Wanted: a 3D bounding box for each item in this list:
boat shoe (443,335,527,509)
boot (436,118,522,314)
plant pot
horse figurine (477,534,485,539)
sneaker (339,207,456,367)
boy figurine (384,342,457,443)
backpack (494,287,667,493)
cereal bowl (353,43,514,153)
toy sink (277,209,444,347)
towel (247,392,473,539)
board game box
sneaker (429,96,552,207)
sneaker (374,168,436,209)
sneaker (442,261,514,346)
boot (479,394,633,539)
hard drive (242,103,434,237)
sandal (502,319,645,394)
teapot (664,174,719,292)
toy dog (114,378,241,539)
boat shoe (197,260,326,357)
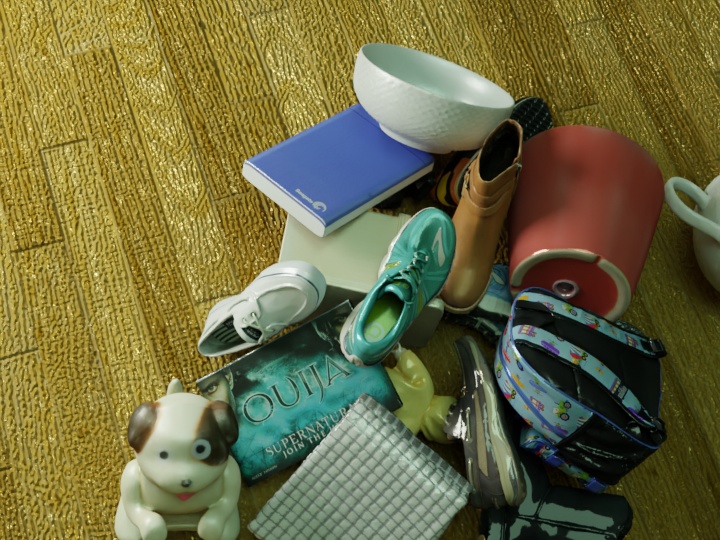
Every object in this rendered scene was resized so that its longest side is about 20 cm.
[{"bbox_3d":[0.126,0.169,1.307,0.072,0.075,0.202,-18,62,10],"label":"boat shoe"},{"bbox_3d":[0.141,-0.062,1.344,0.076,0.156,0.202,24,69,5],"label":"boot"},{"bbox_3d":[0.257,-0.040,1.398,0.198,0.201,0.179,19,51,-1],"label":"plant pot"},{"bbox_3d":[0.088,0.366,1.273,0.199,0.133,0.050,-35,56,-13],"label":"horse figurine"},{"bbox_3d":[0.050,0.019,1.282,0.077,0.080,0.201,30,74,0],"label":"sneaker"},{"bbox_3d":[0.038,0.146,1.370,0.198,0.064,0.126,17,91,-4],"label":"boy figurine"},{"bbox_3d":[0.230,0.124,1.311,0.199,0.135,0.183,30,37,-9],"label":"backpack"},{"bbox_3d":[0.081,-0.197,1.407,0.198,0.084,0.201,16,22,-7],"label":"cereal bowl"},{"bbox_3d":[0.000,0.000,1.396,0.197,0.131,0.113,12,65,-3],"label":"toy sink"},{"bbox_3d":[0.001,0.256,1.273,0.165,0.086,0.200,41,106,2],"label":"towel"},{"bbox_3d":[-0.069,0.138,1.326,0.198,0.028,0.136,-28,89,3],"label":"board game box"},{"bbox_3d":[0.163,-0.156,1.513,0.200,0.090,0.070,-47,119,-25],"label":"sneaker"},{"bbox_3d":[0.056,-0.163,1.506,0.113,0.076,0.201,23,69,-1],"label":"sneaker"},{"bbox_3d":[0.145,0.023,1.455,0.199,0.079,0.090,34,47,2],"label":"sneaker"},{"bbox_3d":[0.227,0.254,1.355,0.166,0.077,0.203,10,69,-4],"label":"boot"},{"bbox_3d":[-0.023,-0.123,1.383,0.132,0.026,0.199,38,47,22],"label":"hard drive"},{"bbox_3d":[0.258,0.121,1.441,0.198,0.045,0.076,-27,68,-4],"label":"sandal"},{"bbox_3d":[0.491,-0.067,1.489,0.196,0.201,0.147,-32,53,-2],"label":"teapot"},{"bbox_3d":[-0.182,0.198,1.242,0.138,0.200,0.196,10,66,-6],"label":"toy dog"},{"bbox_3d":[-0.112,0.055,1.323,0.073,0.199,0.067,40,49,-16],"label":"boat shoe"}]
